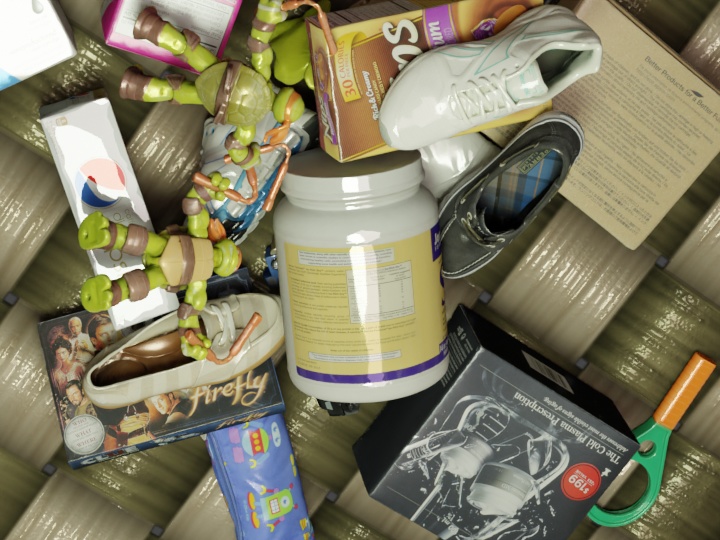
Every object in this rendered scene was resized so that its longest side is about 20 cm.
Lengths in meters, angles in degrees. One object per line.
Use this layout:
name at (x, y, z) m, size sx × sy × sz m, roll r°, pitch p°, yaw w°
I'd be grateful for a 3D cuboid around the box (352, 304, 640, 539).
box at (0.128, 0.169, 1.858) m, size 0.200 × 0.104 × 0.182 m, roll 31°, pitch 104°, yaw -19°

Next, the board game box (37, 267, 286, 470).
board game box at (-0.181, 0.088, 1.765) m, size 0.199 × 0.035 × 0.136 m, roll -16°, pitch 72°, yaw -4°

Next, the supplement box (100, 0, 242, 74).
supplement box at (-0.141, -0.279, 1.634) m, size 0.103 × 0.101 × 0.200 m, roll 18°, pitch 108°, yaw -17°

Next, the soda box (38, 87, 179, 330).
soda box at (-0.220, -0.055, 1.710) m, size 0.063 × 0.068 × 0.201 m, roll -20°, pitch 105°, yaw -6°

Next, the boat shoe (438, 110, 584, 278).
boat shoe at (0.120, -0.053, 1.679) m, size 0.070 × 0.066 × 0.200 m, roll 40°, pitch 123°, yaw -10°

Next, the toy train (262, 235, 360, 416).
toy train at (-0.048, 0.052, 1.819) m, size 0.046 × 0.034 × 0.200 m, roll -16°, pitch 115°, yaw 9°

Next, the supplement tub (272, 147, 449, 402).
supplement tub at (0.000, 0.000, 1.693) m, size 0.145 × 0.145 × 0.201 m, roll -7°, pitch 108°, yaw -8°

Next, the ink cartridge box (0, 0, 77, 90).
ink cartridge box at (-0.332, -0.252, 1.627) m, size 0.116 × 0.068 × 0.200 m, roll -25°, pitch 113°, yaw 0°

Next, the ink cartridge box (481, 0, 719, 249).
ink cartridge box at (0.221, -0.144, 1.767) m, size 0.200 × 0.075 × 0.165 m, roll 37°, pitch 100°, yaw -19°

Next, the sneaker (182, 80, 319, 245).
sneaker at (-0.118, -0.089, 1.740) m, size 0.087 × 0.075 × 0.200 m, roll 46°, pitch 112°, yaw 16°

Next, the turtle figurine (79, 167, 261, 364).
turtle figurine at (-0.160, -0.019, 1.654) m, size 0.161 × 0.064 × 0.201 m, roll -1°, pitch 103°, yaw -39°

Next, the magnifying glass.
magnifying glass at (0.288, 0.168, 1.934) m, size 0.079 × 0.022 × 0.200 m, roll 27°, pitch 106°, yaw -19°

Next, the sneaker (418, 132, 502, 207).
sneaker at (0.054, -0.054, 1.784) m, size 0.116 × 0.074 × 0.200 m, roll 42°, pitch 114°, yaw 0°

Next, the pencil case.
pencil case at (-0.101, 0.189, 1.836) m, size 0.087 × 0.078 × 0.201 m, roll -27°, pitch 116°, yaw -30°

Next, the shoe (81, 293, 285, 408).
shoe at (-0.153, 0.070, 1.723) m, size 0.199 × 0.053 × 0.070 m, roll -22°, pitch 73°, yaw -7°

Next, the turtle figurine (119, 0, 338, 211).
turtle figurine at (-0.113, -0.142, 1.583) m, size 0.161 × 0.064 × 0.200 m, roll 18°, pitch 126°, yaw 5°

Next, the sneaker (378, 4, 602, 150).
sneaker at (0.107, -0.156, 1.590) m, size 0.200 × 0.080 × 0.071 m, roll -29°, pitch 118°, yaw -9°

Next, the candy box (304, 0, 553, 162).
candy box at (0.059, -0.171, 1.641) m, size 0.199 × 0.056 × 0.117 m, roll -14°, pitch 112°, yaw -16°

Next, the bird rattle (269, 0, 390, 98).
bird rattle at (0.023, -0.202, 1.718) m, size 0.200 × 0.113 × 0.163 m, roll -32°, pitch 126°, yaw -11°
